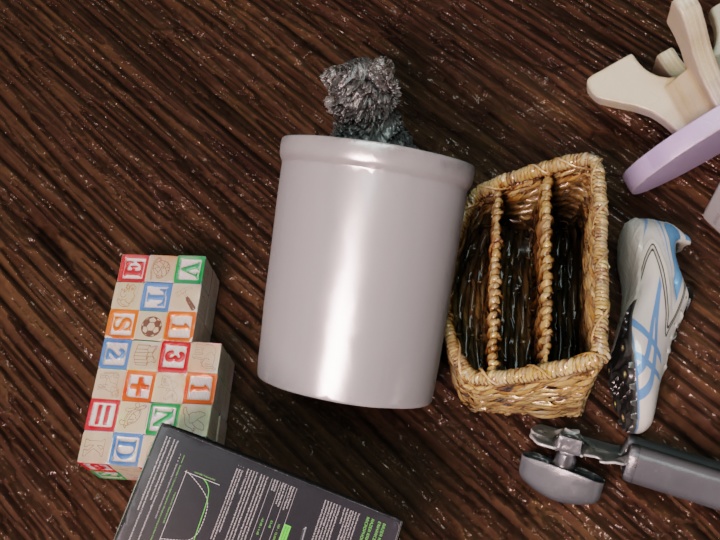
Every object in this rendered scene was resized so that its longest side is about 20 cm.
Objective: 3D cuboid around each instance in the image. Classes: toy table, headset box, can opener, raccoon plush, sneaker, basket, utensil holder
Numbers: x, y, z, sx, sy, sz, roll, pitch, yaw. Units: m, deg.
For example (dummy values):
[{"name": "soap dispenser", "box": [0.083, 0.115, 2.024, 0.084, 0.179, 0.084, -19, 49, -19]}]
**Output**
[{"name": "toy table", "box": [0.320, -0.175, 0.860, 0.197, 0.184, 0.119, -26, 77, -4]}, {"name": "headset box", "box": [-0.077, 0.195, 0.684, 0.197, 0.174, 0.094, 23, 76, -9]}, {"name": "can opener", "box": [0.235, 0.179, 0.770, 0.196, 0.053, 0.068, 16, 99, 12]}, {"name": "raccoon plush", "box": [0.025, -0.112, 0.873, 0.095, 0.135, 0.202, -24, 64, -8]}, {"name": "sneaker", "box": [0.263, 0.047, 0.811, 0.071, 0.072, 0.204, 11, 69, 2]}, {"name": "basket", "box": [0.139, 0.011, 0.796, 0.139, 0.150, 0.204, 4, 65, 7]}, {"name": "utensil holder", "box": [0.000, 0.000, 0.770, 0.166, 0.170, 0.205, 9, 91, 10]}]

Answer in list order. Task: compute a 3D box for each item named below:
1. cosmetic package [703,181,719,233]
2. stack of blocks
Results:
[{"name": "cosmetic package", "box": [0.449, -0.087, 0.801, 0.199, 0.167, 0.168, -36, 66, -13]}, {"name": "stack of blocks", "box": [-0.178, 0.089, 0.840, 0.112, 0.059, 0.204, 2, 65, 6]}]
